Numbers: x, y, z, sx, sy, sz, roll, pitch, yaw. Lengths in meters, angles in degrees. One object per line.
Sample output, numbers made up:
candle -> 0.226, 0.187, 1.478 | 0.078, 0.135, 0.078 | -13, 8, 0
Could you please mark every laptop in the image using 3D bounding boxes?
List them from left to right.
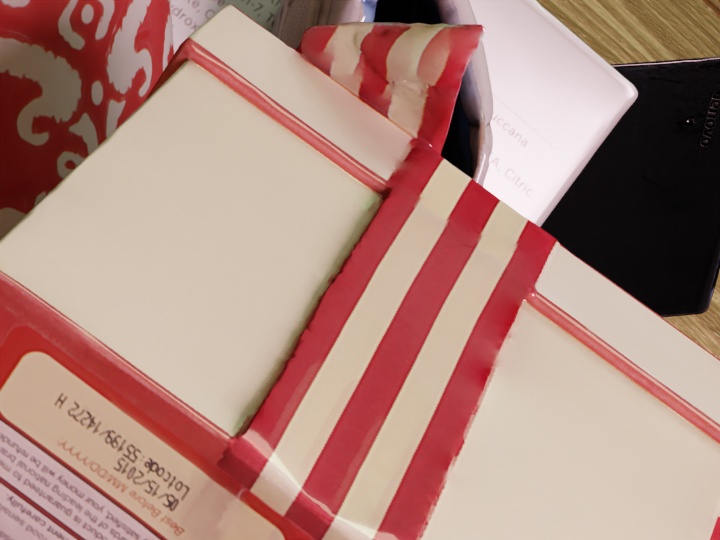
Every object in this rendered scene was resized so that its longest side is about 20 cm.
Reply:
laptop -> 0.056, -0.066, 1.240 | 0.200, 0.116, 0.188 | 43, -28, 23

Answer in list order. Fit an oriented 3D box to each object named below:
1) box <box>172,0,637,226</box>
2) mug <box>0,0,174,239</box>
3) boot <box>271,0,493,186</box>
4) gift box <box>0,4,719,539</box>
box -> -0.040, -0.071, 1.018 | 0.200, 0.131, 0.199 | 39, -9, -12
mug -> -0.128, -0.054, 0.759 | 0.176, 0.201, 0.134 | 0, 28, 11
boot -> 0.000, 0.000, 0.874 | 0.073, 0.202, 0.096 | -1, 0, -12
gift box -> -0.012, 0.060, 0.636 | 0.184, 0.200, 0.187 | 40, 25, -2
